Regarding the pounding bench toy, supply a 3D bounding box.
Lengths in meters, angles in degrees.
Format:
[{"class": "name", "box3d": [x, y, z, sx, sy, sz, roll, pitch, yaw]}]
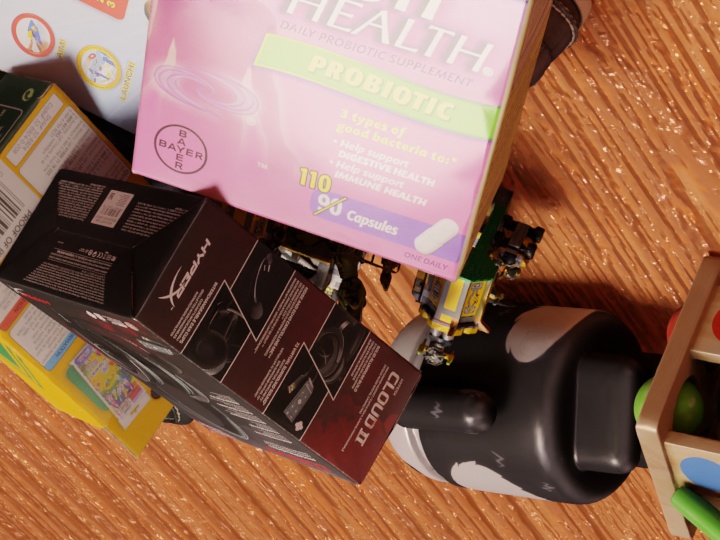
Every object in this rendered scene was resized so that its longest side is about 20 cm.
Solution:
[{"class": "pounding bench toy", "box3d": [0.231, 0.114, 1.106, 0.155, 0.200, 0.124, 10, 146, 28]}]

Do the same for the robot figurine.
[{"class": "robot figurine", "box3d": [0.104, 0.085, 1.241, 0.199, 0.125, 0.150, 4, 143, 40]}]

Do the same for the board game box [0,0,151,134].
[{"class": "board game box", "box3d": [-0.087, -0.158, 1.041, 0.195, 0.056, 0.200, 26, 130, 5]}]

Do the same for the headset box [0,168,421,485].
[{"class": "headset box", "box3d": [-0.076, 0.035, 1.056, 0.149, 0.077, 0.200, 14, 158, 50]}]

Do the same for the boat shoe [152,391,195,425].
[{"class": "boat shoe", "box3d": [-0.180, 0.064, 1.324, 0.199, 0.066, 0.075, 34, 146, 42]}]

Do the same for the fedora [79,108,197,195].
[{"class": "fedora", "box3d": [-0.194, -0.045, 1.184, 0.092, 0.200, 0.201, 38, 166, 49]}]

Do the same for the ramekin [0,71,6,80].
[{"class": "ramekin", "box3d": [-0.316, -0.072, 1.262, 0.199, 0.098, 0.200, -6, 152, -3]}]

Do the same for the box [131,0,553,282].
[{"class": "box", "box3d": [-0.003, -0.121, 0.931, 0.175, 0.097, 0.201, 19, 129, 7]}]

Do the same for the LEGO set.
[{"class": "LEGO set", "box3d": [0.000, 0.000, 1.172, 0.199, 0.154, 0.116, 16, 122, 1]}]

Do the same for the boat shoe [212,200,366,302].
[{"class": "boat shoe", "box3d": [-0.096, -0.034, 1.289, 0.199, 0.068, 0.074, 28, 150, 1]}]

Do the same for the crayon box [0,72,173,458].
[{"class": "crayon box", "box3d": [-0.165, 0.000, 1.113, 0.051, 0.126, 0.200, 16, 155, 46]}]

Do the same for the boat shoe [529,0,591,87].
[{"class": "boat shoe", "box3d": [0.035, -0.118, 1.054, 0.200, 0.063, 0.073, -8, 137, 48]}]
